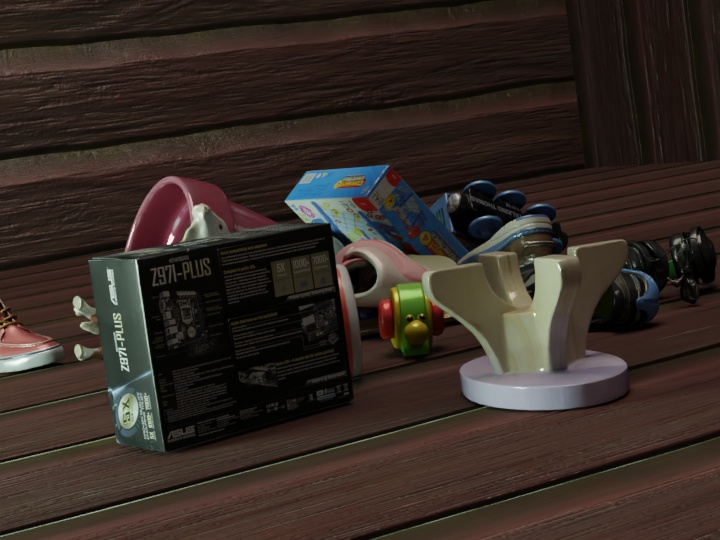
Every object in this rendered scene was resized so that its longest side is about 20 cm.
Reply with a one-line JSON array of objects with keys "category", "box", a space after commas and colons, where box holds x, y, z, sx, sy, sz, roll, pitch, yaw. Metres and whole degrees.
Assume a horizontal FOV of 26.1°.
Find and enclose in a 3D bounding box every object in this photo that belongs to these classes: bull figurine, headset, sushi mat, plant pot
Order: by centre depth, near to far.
[{"category": "bull figurine", "box": [-0.205, 0.018, 1.528, 0.121, 0.065, 0.200, -1, -43, -40]}, {"category": "plant pot", "box": [-0.151, 0.007, 1.740, 0.179, 0.200, 0.200, 12, -4, -28]}, {"category": "headset", "box": [0.348, 0.005, 1.753, 0.123, 0.094, 0.200, -12, -9, -2]}, {"category": "sushi mat", "box": [0.036, 0.060, 1.791, 0.200, 0.012, 0.096, -9, 8, -10]}]

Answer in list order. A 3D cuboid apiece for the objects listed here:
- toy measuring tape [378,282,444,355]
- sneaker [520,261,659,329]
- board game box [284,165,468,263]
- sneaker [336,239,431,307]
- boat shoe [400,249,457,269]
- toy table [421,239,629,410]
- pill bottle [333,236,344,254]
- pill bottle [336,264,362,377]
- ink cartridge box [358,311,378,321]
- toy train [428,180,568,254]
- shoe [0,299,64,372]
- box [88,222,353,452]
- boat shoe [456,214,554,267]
[{"category": "toy measuring tape", "box": [0.050, 0.042, 1.645, 0.073, 0.074, 0.200, -8, 9, -3]}, {"category": "sneaker", "box": [0.215, 0.024, 1.619, 0.083, 0.071, 0.199, -5, 5, -42]}, {"category": "board game box", "box": [0.028, -0.047, 2.009, 0.056, 0.196, 0.200, -54, 26, -20]}, {"category": "sneaker", "box": [0.000, 0.000, 1.800, 0.105, 0.075, 0.200, 13, 5, -33]}, {"category": "boat shoe", "box": [0.054, 0.010, 1.887, 0.074, 0.063, 0.201, -7, 9, -32]}, {"category": "toy table", "box": [0.149, 0.044, 1.310, 0.184, 0.117, 0.200, -11, 6, -27]}, {"category": "pill bottle", "box": [-0.098, 0.001, 2.078, 0.109, 0.110, 0.200, -11, 7, -25]}, {"category": "pill bottle", "box": [-0.104, 0.062, 1.488, 0.200, 0.112, 0.112, -8, 6, -5]}, {"category": "ink cartridge box", "box": [-0.073, 0.053, 1.893, 0.200, 0.039, 0.099, -7, 5, -1]}, {"category": "toy train", "box": [0.183, -0.050, 2.083, 0.200, 0.087, 0.114, 18, -41, -32]}, {"category": "shoe", "box": [-0.448, 0.075, 1.916, 0.200, 0.091, 0.071, -3, 8, 39]}, {"category": "box", "box": [-0.118, 0.053, 1.339, 0.200, 0.164, 0.086, -13, 8, -36]}, {"category": "boat shoe", "box": [0.164, 0.007, 1.803, 0.072, 0.073, 0.200, -1, -23, -19]}]
